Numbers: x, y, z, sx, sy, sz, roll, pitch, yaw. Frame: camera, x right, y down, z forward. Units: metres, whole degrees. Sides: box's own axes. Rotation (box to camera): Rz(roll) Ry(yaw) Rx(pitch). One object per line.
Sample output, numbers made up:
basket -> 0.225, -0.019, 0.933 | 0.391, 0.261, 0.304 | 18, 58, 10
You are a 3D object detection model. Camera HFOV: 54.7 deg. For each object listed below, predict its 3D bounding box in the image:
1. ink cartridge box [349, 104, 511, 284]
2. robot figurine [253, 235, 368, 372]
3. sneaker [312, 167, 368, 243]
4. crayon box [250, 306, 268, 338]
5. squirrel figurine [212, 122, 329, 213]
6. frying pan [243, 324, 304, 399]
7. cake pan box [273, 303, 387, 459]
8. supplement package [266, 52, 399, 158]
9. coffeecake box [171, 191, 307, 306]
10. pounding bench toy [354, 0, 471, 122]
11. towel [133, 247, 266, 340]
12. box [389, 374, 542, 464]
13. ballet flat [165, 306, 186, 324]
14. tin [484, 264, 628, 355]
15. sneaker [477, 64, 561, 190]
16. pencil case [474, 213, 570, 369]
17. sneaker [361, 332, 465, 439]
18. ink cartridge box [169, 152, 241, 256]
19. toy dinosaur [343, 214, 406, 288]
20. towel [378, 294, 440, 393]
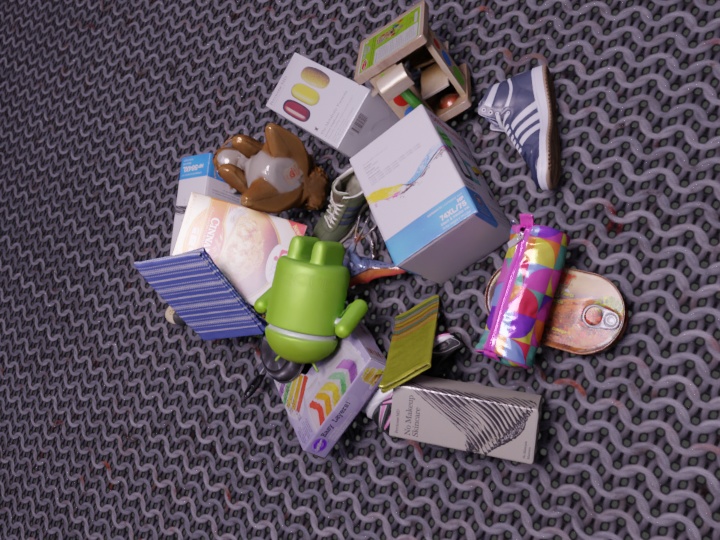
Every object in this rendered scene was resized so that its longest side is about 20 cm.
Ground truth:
ink cartridge box -> 0.106, -0.111, 1.051 | 0.146, 0.147, 0.201 | -35, 63, 23
robot figurine -> -0.081, 0.050, 1.061 | 0.175, 0.116, 0.201 | 13, 95, 26
sneaker -> -0.029, -0.121, 1.178 | 0.200, 0.090, 0.067 | -45, 59, 17
crayon box -> -0.182, 0.016, 1.236 | 0.125, 0.052, 0.201 | 13, 84, 0
squirrel figurine -> -0.159, -0.165, 1.214 | 0.186, 0.200, 0.142 | 11, 89, 49
frying pan -> -0.157, 0.142, 1.181 | 0.190, 0.031, 0.115 | -26, 66, 39
cake pan box -> -0.051, 0.164, 1.112 | 0.184, 0.052, 0.200 | -52, 33, 11
supplement package -> -0.049, -0.280, 1.218 | 0.200, 0.109, 0.114 | 35, 98, 35
coffeecake box -> -0.206, -0.027, 1.173 | 0.199, 0.073, 0.154 | 16, 85, -3
pounding bench toy -> 0.087, -0.278, 1.068 | 0.124, 0.156, 0.200 | -26, 35, 27
towel -> -0.254, 0.043, 1.131 | 0.144, 0.200, 0.024 | -9, 43, 28
box -> 0.144, 0.200, 0.958 | 0.199, 0.068, 0.083 | 6, 99, 18
ballet flat -> -0.309, 0.055, 1.345 | 0.199, 0.057, 0.067 | -22, 67, 28
tin -> 0.271, 0.050, 0.970 | 0.199, 0.042, 0.112 | 16, 92, 36
sneaker -> 0.234, -0.202, 1.033 | 0.108, 0.070, 0.201 | -9, 67, 27
pencil case -> 0.217, 0.030, 0.939 | 0.088, 0.088, 0.201 | 13, 86, 35
sneaker -> 0.093, 0.176, 1.047 | 0.200, 0.080, 0.086 | -48, 69, 24
ink cartridge box -> -0.267, -0.098, 1.298 | 0.084, 0.146, 0.201 | -1, 78, 34
toy dinosaur -> 0.000, 0.000, 1.143 | 0.181, 0.105, 0.201 | 20, 107, 25
towel -> 0.074, 0.101, 1.016 | 0.086, 0.200, 0.018 | -35, 104, 23
